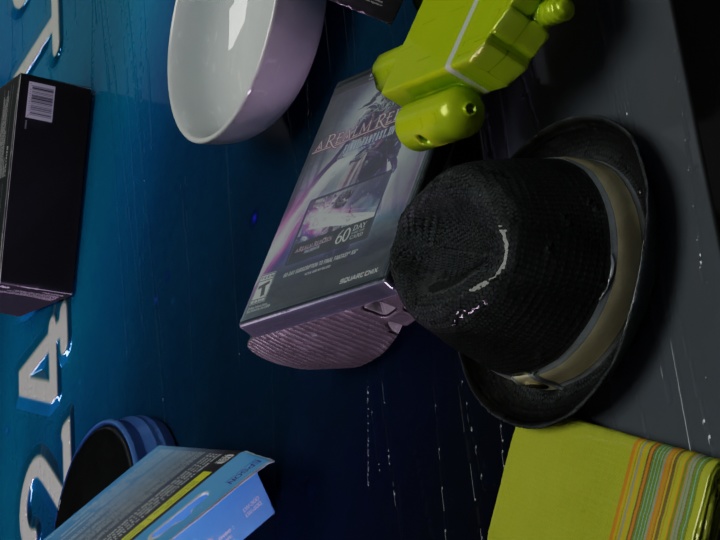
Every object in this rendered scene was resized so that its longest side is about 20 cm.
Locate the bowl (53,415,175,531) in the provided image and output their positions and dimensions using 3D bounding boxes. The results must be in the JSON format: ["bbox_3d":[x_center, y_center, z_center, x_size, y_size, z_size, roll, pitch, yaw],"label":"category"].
[{"bbox_3d":[-0.199,0.214,1.761,0.201,0.039,0.201,-32,53,56],"label":"bowl"}]

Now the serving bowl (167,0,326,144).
[{"bbox_3d":[-0.076,-0.187,1.633,0.200,0.066,0.200,-34,50,55],"label":"serving bowl"}]

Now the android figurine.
[{"bbox_3d":[0.076,-0.157,1.295,0.200,0.041,0.182,-13,49,62],"label":"android figurine"}]

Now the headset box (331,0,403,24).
[{"bbox_3d":[0.021,-0.287,1.392,0.174,0.093,0.200,-83,16,-62],"label":"headset box"}]

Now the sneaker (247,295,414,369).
[{"bbox_3d":[0.000,0.000,1.417,0.200,0.074,0.089,-32,44,43],"label":"sneaker"}]

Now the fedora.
[{"bbox_3d":[0.078,-0.008,1.222,0.201,0.092,0.201,-38,45,51],"label":"fedora"}]

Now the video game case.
[{"bbox_3d":[0.004,-0.056,1.373,0.143,0.019,0.200,-18,43,48],"label":"video game case"}]

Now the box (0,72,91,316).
[{"bbox_3d":[-0.320,-0.068,2.062,0.141,0.079,0.200,-16,67,58],"label":"box"}]

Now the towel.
[{"bbox_3d":[0.129,0.127,1.170,0.200,0.018,0.086,12,86,65],"label":"towel"}]

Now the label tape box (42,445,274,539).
[{"bbox_3d":[-0.140,0.190,1.538,0.066,0.143,0.200,57,156,-15],"label":"label tape box"}]
